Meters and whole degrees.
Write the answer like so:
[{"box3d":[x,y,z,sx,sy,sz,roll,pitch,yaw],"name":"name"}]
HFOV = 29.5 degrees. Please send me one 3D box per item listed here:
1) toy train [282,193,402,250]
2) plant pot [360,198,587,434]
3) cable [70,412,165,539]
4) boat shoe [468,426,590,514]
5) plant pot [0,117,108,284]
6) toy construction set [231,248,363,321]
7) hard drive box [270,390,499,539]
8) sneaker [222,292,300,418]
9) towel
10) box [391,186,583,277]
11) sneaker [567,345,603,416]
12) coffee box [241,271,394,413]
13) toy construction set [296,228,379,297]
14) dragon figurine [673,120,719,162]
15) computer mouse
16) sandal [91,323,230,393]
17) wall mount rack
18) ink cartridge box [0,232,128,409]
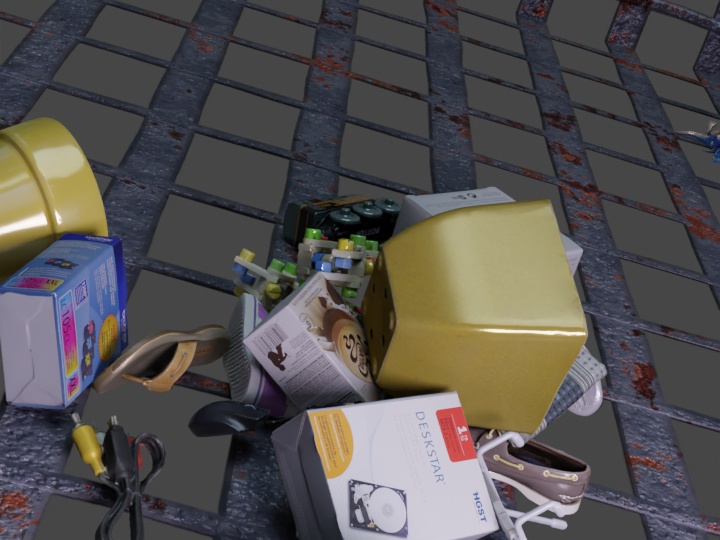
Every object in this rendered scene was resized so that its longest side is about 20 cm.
[{"box3d":[-0.021,-0.070,2.013,0.113,0.086,0.199,24,24,33],"name":"toy train"},{"box3d":[0.110,0.051,1.521,0.198,0.196,0.195,1,50,-14],"name":"plant pot"},{"box3d":[-0.236,0.222,1.364,0.097,0.050,0.201,23,33,-33],"name":"cable"},{"box3d":[0.173,0.213,1.604,0.199,0.060,0.072,26,27,15],"name":"boat shoe"},{"box3d":[-0.424,-0.060,1.608,0.188,0.202,0.201,-21,44,-32],"name":"plant pot"},{"box3d":[-0.069,0.053,1.721,0.200,0.092,0.131,46,11,31],"name":"toy construction set"},{"box3d":[0.026,0.216,1.402,0.199,0.077,0.157,-4,68,-38],"name":"hard drive box"},{"box3d":[-0.100,0.109,1.629,0.113,0.073,0.201,16,32,-21],"name":"sneaker"},{"box3d":[0.172,0.102,1.648,0.200,0.035,0.192,44,49,16],"name":"towel"},{"box3d":[0.173,-0.014,1.967,0.198,0.132,0.200,-8,36,-43],"name":"box"},{"box3d":[0.281,0.113,1.856,0.112,0.077,0.201,20,35,-55],"name":"sneaker"},{"box3d":[-0.026,0.115,1.542,0.200,0.080,0.113,50,27,-5],"name":"coffee box"},{"box3d":[0.000,0.000,1.669,0.130,0.093,0.199,8,-12,44],"name":"toy construction set"},{"box3d":[0.775,-0.268,2.950,0.198,0.100,0.059,-8,33,-10],"name":"dragon figurine"},{"box3d":[-0.092,0.151,1.478,0.198,0.034,0.059,-8,1,10],"name":"computer mouse"},{"box3d":[-0.215,0.108,1.554,0.199,0.080,0.054,-10,59,-52],"name":"sandal"},{"box3d":[0.189,0.273,1.457,0.074,0.174,0.200,-27,36,-1],"name":"wall mount rack"},{"box3d":[-0.316,0.045,1.503,0.076,0.138,0.200,5,23,12],"name":"ink cartridge box"}]
